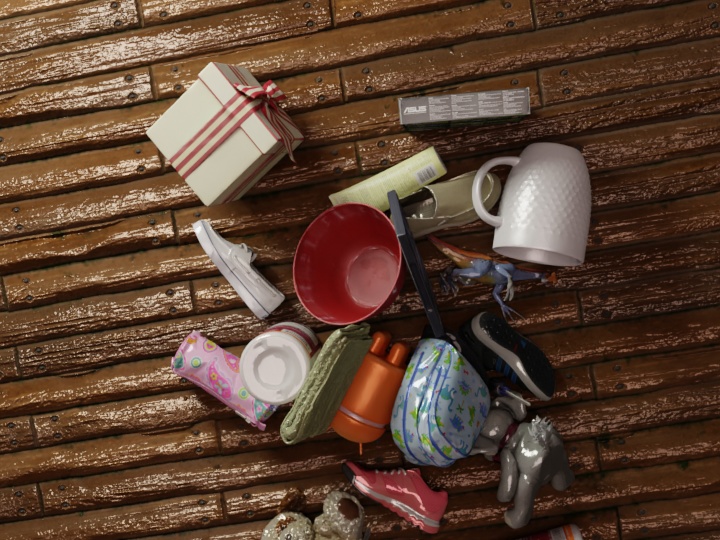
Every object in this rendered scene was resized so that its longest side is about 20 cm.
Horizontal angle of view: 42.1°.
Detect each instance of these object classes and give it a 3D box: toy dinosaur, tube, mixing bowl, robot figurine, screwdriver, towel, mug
[{"bbox_3d":[0.228,-0.003,1.553,0.180,0.105,0.202,-17,82,-12],"label":"toy dinosaur"},{"bbox_3d":[0.048,-0.140,1.577,0.199,0.052,0.058,-29,50,10],"label":"tube"},{"bbox_3d":[0.000,0.000,1.541,0.198,0.108,0.202,-8,73,27],"label":"mixing bowl"},{"bbox_3d":[0.011,0.200,1.569,0.143,0.117,0.201,24,96,-25],"label":"robot figurine"},{"bbox_3d":[0.245,0.200,1.508,0.029,0.200,0.028,15,90,-13],"label":"screwdriver"},{"bbox_3d":[-0.050,0.174,1.460,0.036,0.148,0.201,28,98,19],"label":"towel"},{"bbox_3d":[0.274,-0.114,1.500,0.198,0.148,0.177,12,84,-11],"label":"mug"}]

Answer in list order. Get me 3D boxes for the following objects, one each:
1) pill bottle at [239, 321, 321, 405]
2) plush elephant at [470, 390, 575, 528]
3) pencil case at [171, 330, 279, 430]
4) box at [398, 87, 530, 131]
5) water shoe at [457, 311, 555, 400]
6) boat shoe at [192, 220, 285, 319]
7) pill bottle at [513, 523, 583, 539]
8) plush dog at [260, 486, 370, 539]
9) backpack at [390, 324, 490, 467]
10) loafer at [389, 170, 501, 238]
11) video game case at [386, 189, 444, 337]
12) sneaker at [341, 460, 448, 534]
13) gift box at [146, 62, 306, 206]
[{"bbox_3d":[-0.124,0.145,1.533,0.113,0.200,0.116,0,94,5],"label":"pill bottle"},{"bbox_3d":[0.249,0.293,1.547,0.164,0.154,0.202,-33,131,-31],"label":"plush elephant"},{"bbox_3d":[-0.227,0.188,1.603,0.199,0.087,0.088,34,96,2],"label":"pencil case"},{"bbox_3d":[0.161,-0.253,1.483,0.198,0.193,0.048,-4,93,6],"label":"box"},{"bbox_3d":[0.247,0.146,1.576,0.200,0.072,0.079,45,140,-15],"label":"water shoe"},{"bbox_3d":[-0.206,-0.013,1.600,0.065,0.074,0.201,-37,100,2],"label":"boat shoe"},{"bbox_3d":[0.285,0.505,1.569,0.198,0.113,0.114,-18,93,7],"label":"pill bottle"},{"bbox_3d":[-0.089,0.474,1.604,0.170,0.161,0.201,15,67,17],"label":"plush dog"},{"bbox_3d":[0.128,0.215,1.494,0.200,0.153,0.164,-50,124,-22],"label":"backpack"},{"bbox_3d":[0.138,-0.111,1.547,0.198,0.068,0.076,-25,64,7],"label":"loafer"},{"bbox_3d":[0.088,-0.012,1.491,0.019,0.143,0.201,-20,121,7],"label":"video game case"},{"bbox_3d":[0.062,0.368,1.609,0.199,0.074,0.087,31,83,-2],"label":"sneaker"},{"bbox_3d":[-0.198,-0.219,1.529,0.187,0.185,0.200,-42,94,15],"label":"gift box"}]
